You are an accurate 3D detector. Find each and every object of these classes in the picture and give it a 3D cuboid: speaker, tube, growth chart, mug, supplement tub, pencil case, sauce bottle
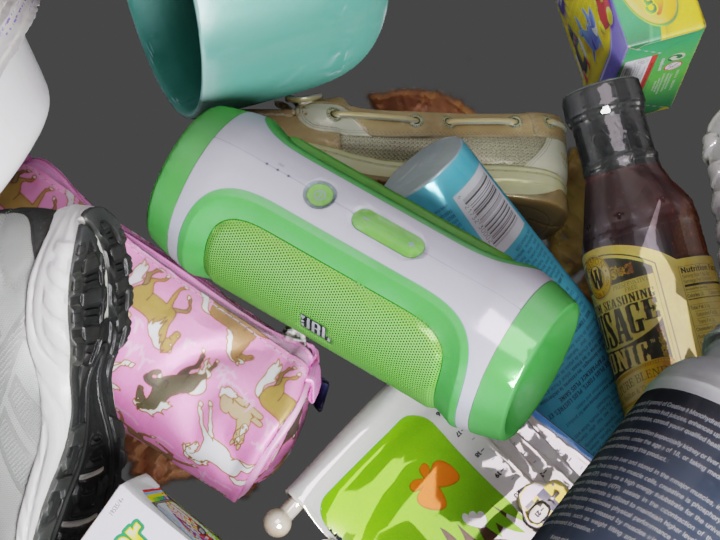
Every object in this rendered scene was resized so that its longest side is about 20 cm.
[{"bbox_3d":[0.000,0.000,1.336,0.199,0.089,0.089,29,72,16],"label":"speaker"},{"bbox_3d":[0.086,0.027,1.403,0.077,0.050,0.200,-40,107,-11],"label":"tube"},{"bbox_3d":[0.066,0.130,1.345,0.199,0.018,0.145,34,72,7],"label":"growth chart"},{"bbox_3d":[-0.056,-0.173,1.404,0.114,0.152,0.186,-16,55,-15],"label":"mug"},{"bbox_3d":[0.156,0.130,1.268,0.140,0.140,0.200,38,73,7],"label":"supplement tub"},{"bbox_3d":[-0.112,0.026,1.393,0.199,0.083,0.087,34,65,6],"label":"pencil case"},{"bbox_3d":[0.143,0.006,1.394,0.066,0.066,0.201,-14,80,-10],"label":"sauce bottle"}]

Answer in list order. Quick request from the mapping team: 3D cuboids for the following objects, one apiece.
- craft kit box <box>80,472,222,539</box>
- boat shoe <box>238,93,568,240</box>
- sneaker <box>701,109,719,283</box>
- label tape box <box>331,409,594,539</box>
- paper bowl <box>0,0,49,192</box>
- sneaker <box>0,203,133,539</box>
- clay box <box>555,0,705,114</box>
[{"bbox_3d":[-0.085,0.232,1.307,0.197,0.048,0.201,37,99,11],"label":"craft kit box"},{"bbox_3d":[0.008,-0.060,1.440,0.199,0.073,0.064,6,64,-6],"label":"boat shoe"},{"bbox_3d":[0.211,-0.035,1.454,0.080,0.077,0.201,17,74,24],"label":"sneaker"},{"bbox_3d":[0.047,0.170,1.371,0.144,0.063,0.200,39,71,7],"label":"label tape box"},{"bbox_3d":[-0.226,-0.064,1.353,0.104,0.200,0.201,41,72,-15],"label":"paper bowl"},{"bbox_3d":[-0.157,0.067,1.340,0.079,0.074,0.202,7,95,22],"label":"sneaker"},{"bbox_3d":[0.118,-0.189,1.466,0.047,0.115,0.201,-16,74,-8],"label":"clay box"}]
